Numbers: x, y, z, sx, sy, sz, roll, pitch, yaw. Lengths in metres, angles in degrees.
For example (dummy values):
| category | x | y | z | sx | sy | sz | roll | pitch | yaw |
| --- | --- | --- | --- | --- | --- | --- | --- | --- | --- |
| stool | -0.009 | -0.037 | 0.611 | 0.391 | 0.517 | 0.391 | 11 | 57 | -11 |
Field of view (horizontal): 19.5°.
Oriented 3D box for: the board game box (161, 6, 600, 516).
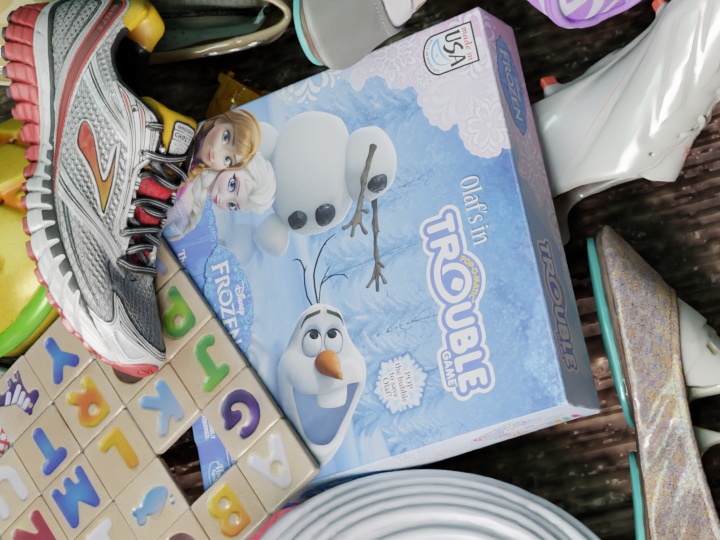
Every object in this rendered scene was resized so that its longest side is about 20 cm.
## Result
| category | x | y | z | sx | sy | sz | roll | pitch | yaw |
| --- | --- | --- | --- | --- | --- | --- | --- | --- | --- |
| board game box | 0.000 | 0.000 | 1.020 | 0.199 | 0.043 | 0.200 | -20 | 71 | 24 |

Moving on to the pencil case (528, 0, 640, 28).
| category | x | y | z | sx | sy | sz | roll | pitch | yaw |
| --- | --- | --- | --- | --- | --- | --- | --- | --- | --- |
| pencil case | 0.067 | -0.200 | 0.999 | 0.200 | 0.084 | 0.086 | 47 | 148 | 31 |

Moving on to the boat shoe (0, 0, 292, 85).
| category | x | y | z | sx | sy | sz | roll | pitch | yaw |
| --- | --- | --- | --- | --- | --- | --- | --- | --- | --- |
| boat shoe | -0.134 | -0.136 | 1.109 | 0.200 | 0.076 | 0.072 | -11 | 109 | -10 |

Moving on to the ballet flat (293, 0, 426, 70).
| category | x | y | z | sx | sy | sz | roll | pitch | yaw |
| --- | --- | --- | --- | --- | --- | --- | --- | --- | --- |
| ballet flat | 0.018 | -0.163 | 1.039 | 0.064 | 0.200 | 0.067 | -11 | 117 | 20 |

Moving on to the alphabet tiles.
| category | x | y | z | sx | sy | sz | roll | pitch | yaw |
| --- | --- | --- | --- | --- | --- | --- | --- | --- | --- |
| alphabet tiles | -0.130 | 0.102 | 1.048 | 0.200 | 0.008 | 0.167 | -45 | 61 | 15 |

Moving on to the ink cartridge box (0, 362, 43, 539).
| category | x | y | z | sx | sy | sz | roll | pitch | yaw |
| --- | --- | --- | --- | --- | --- | --- | --- | --- | --- |
| ink cartridge box | -0.213 | 0.106 | 1.141 | 0.200 | 0.067 | 0.116 | 10 | 87 | 30 |

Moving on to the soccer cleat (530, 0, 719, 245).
| category | x | y | z | sx | sy | sz | roll | pitch | yaw |
| --- | --- | --- | --- | --- | --- | --- | --- | --- | --- |
| soccer cleat | 0.151 | -0.088 | 1.013 | 0.200 | 0.069 | 0.078 | -35 | 71 | 27 |

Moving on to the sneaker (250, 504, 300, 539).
| category | x | y | z | sx | sy | sz | roll | pitch | yaw |
| --- | --- | --- | --- | --- | --- | --- | --- | --- | --- |
| sneaker | -0.018 | 0.181 | 1.062 | 0.087 | 0.074 | 0.200 | -22 | 64 | 35 |

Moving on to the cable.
| category | x | y | z | sx | sy | sz | roll | pitch | yaw |
| --- | --- | --- | --- | --- | --- | --- | --- | --- | --- |
| cable | 0.033 | 0.179 | 0.953 | 0.200 | 0.069 | 0.200 | 29 | 54 | 17 |

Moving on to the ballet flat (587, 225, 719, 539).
| category | x | y | z | sx | sy | sz | roll | pitch | yaw |
| --- | --- | --- | --- | --- | --- | --- | --- | --- | --- |
| ballet flat | 0.154 | 0.073 | 0.989 | 0.067 | 0.068 | 0.200 | -9 | 81 | 7 |

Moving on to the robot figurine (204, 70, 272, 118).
| category | x | y | z | sx | sy | sz | roll | pitch | yaw |
| --- | --- | --- | --- | --- | --- | --- | --- | --- | --- |
| robot figurine | -0.017 | -0.018 | 1.094 | 0.200 | 0.058 | 0.145 | 34 | 98 | 30 |

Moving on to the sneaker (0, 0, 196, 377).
| category | x | y | z | sx | sy | sz | roll | pitch | yaw |
| --- | --- | --- | --- | --- | --- | --- | --- | --- | --- |
| sneaker | -0.121 | -0.046 | 1.026 | 0.082 | 0.078 | 0.200 | -13 | 78 | 12 |

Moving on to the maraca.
| category | x | y | z | sx | sy | sz | roll | pitch | yaw |
| --- | --- | --- | --- | --- | --- | --- | --- | --- | --- |
| maraca | -0.177 | -0.039 | 1.155 | 0.137 | 0.107 | 0.200 | -32 | 39 | 38 |
